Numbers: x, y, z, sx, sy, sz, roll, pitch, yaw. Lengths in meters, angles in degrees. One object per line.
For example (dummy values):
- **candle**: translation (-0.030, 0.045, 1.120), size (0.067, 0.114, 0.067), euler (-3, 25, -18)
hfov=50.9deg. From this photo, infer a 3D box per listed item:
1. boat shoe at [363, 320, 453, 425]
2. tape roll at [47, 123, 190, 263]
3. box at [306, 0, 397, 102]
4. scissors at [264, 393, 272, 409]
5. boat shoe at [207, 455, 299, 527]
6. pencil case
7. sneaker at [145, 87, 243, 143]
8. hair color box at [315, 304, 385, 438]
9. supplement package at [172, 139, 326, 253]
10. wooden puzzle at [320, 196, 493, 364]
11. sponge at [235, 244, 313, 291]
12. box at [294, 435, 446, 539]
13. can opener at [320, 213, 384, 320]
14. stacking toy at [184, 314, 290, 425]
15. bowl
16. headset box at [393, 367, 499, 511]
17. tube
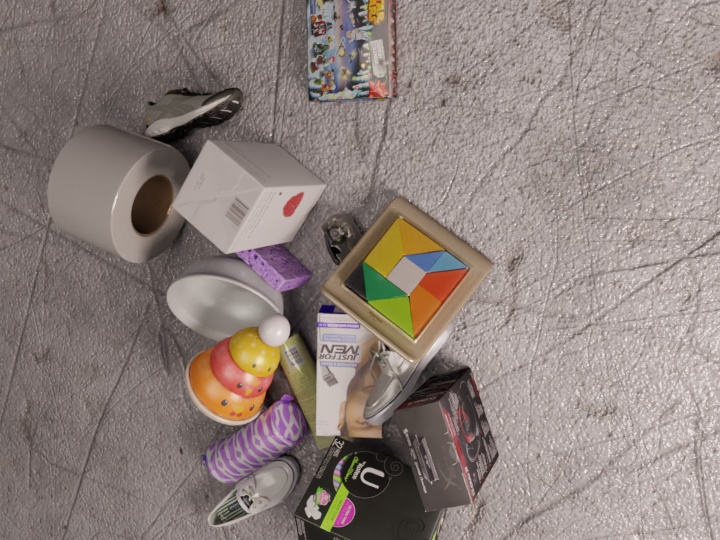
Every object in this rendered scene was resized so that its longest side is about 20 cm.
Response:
- **boat shoe**: translation (0.052, 0.129, 1.129), size (0.086, 0.075, 0.202), euler (39, 85, -20)
- **tape roll**: translation (-0.398, -0.129, 1.268), size (0.139, 0.203, 0.204), euler (20, 106, 20)
- **box**: translation (-0.014, -0.360, 1.148), size (0.136, 0.040, 0.201), euler (2, 99, 23)
- **scissors**: translation (-0.177, 0.217, 1.328), size (0.073, 0.014, 0.201), euler (-19, 91, 23)
- **boat shoe**: translation (-0.188, 0.399, 1.330), size (0.200, 0.067, 0.074), euler (-43, 80, 23)
- **pencil case**: translation (-0.181, 0.294, 1.299), size (0.200, 0.084, 0.086), euler (-33, 45, 29)
- **sneaker**: translation (-0.286, -0.274, 1.267), size (0.199, 0.074, 0.080), euler (-12, 88, 25)
- **hair color box**: translation (-0.014, 0.159, 1.201), size (0.109, 0.065, 0.201), euler (1, 101, 3)
- **supplement package**: translation (-0.165, -0.116, 1.165), size (0.120, 0.200, 0.122), euler (39, 111, 14)
- **wooden puzzle**: translation (0.068, 0.008, 1.114), size (0.185, 0.037, 0.200), euler (37, 76, 15)
- **sponge**: translation (-0.174, -0.046, 1.229), size (0.200, 0.111, 0.030), euler (44, 107, 12)
- **box**: translation (0.021, 0.376, 1.161), size (0.199, 0.149, 0.125), euler (19, 142, 16)
- **can opener**: translation (0.000, 0.000, 1.178), size (0.053, 0.067, 0.201), euler (-24, 71, -16)
- **stacking toy**: translation (-0.180, 0.139, 1.215), size (0.146, 0.146, 0.200), euler (47, 122, 11)
- **bowl**: translation (-0.209, 0.036, 1.248), size (0.200, 0.091, 0.202), euler (10, 145, 7)
- **headset box**: translation (0.125, 0.241, 1.091), size (0.075, 0.200, 0.149), euler (-18, 92, 23)
- **tube**: translation (-0.083, 0.202, 1.267), size (0.201, 0.052, 0.058), euler (63, 157, -3)
